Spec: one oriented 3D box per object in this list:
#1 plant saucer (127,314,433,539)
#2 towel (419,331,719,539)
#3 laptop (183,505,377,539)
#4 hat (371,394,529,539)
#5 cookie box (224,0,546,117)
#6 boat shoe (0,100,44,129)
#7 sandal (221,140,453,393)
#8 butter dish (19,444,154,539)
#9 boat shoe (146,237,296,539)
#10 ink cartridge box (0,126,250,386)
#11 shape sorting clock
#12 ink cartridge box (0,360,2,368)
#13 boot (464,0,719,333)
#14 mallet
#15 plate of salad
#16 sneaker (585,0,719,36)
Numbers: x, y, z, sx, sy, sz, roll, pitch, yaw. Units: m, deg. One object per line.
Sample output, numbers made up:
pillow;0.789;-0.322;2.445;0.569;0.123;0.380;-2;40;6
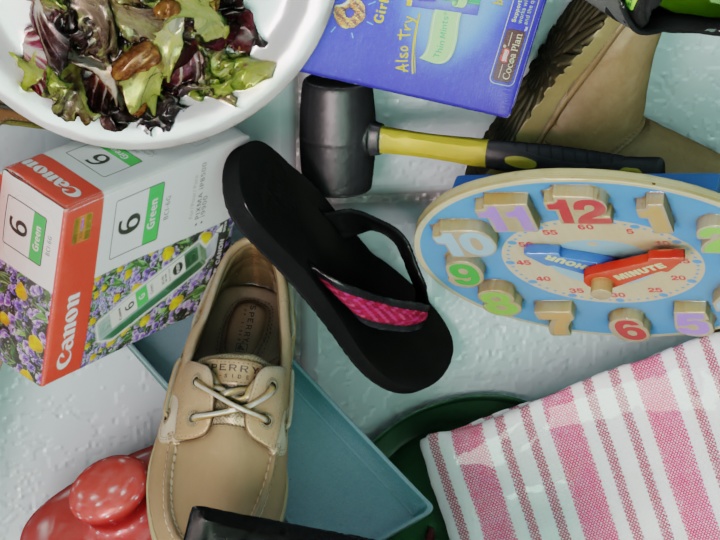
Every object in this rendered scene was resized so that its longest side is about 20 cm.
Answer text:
plant saucer;-0.050;0.078;1.252;0.070;0.200;0.019;-27;146;-29
towel;0.145;0.125;1.293;0.200;0.030;0.146;-20;74;2
laptop;-0.039;0.221;1.184;0.177;0.103;0.200;13;89;-23
hat;0.065;0.191;1.311;0.166;0.176;0.200;27;105;-17
cookie box;0.000;-0.187;1.210;0.200;0.075;0.171;12;109;-13
boat shoe;-0.201;-0.097;1.218;0.200;0.072;0.068;2;110;-9
sandal;0.000;0.000;1.258;0.045;0.075;0.200;-20;137;26
butter dish;-0.105;0.157;1.251;0.199;0.200;0.148;-26;126;2
boat shoe;-0.069;0.068;1.200;0.071;0.200;0.065;4;136;-1
ink cartridge box;-0.146;-0.006;1.200;0.200;0.050;0.109;-27;139;-45
shape sorting clock;0.127;-0.004;1.244;0.200;0.039;0.200;8;153;4
ink cartridge box;-0.289;0.079;1.273;0.165;0.075;0.200;15;108;-15
boot;0.181;-0.064;1.294;0.200;0.066;0.175;28;117;-16
mallet;0.059;-0.053;1.249;0.200;0.041;0.066;16;114;17
plate of salad;-0.107;-0.150;1.145;0.200;0.048;0.200;-3;112;-6
sneaker;0.121;-0.162;1.155;0.199;0.083;0.071;17;107;-22
